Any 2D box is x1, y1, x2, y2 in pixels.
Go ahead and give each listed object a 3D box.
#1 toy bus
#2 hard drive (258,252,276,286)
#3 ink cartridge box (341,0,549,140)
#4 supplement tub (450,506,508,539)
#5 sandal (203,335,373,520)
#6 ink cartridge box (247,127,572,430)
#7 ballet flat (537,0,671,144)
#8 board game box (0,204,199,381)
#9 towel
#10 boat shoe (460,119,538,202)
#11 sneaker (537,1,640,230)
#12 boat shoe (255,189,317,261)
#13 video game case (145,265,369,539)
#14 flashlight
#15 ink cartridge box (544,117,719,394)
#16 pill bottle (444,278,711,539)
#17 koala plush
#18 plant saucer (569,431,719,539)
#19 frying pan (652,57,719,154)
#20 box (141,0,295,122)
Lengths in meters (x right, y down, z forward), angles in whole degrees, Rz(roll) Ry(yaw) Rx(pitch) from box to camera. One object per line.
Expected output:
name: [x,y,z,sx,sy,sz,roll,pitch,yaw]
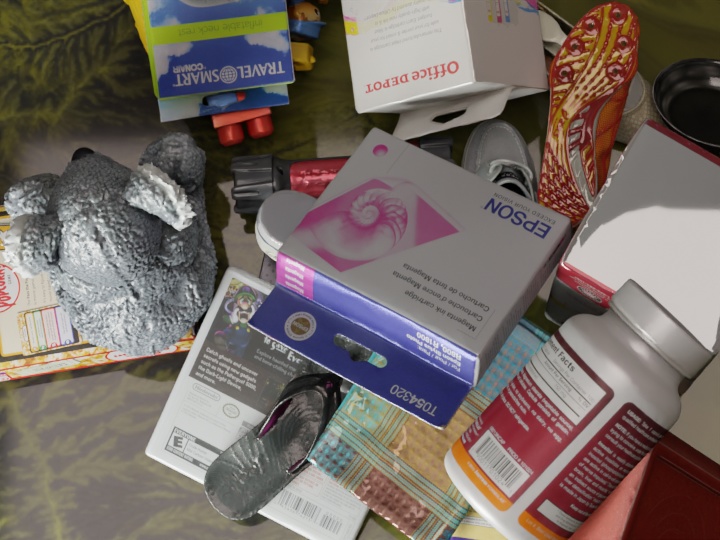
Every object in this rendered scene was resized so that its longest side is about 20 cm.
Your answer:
toy bus: [-0.099,-0.216,1.582,0.199,0.136,0.193,-19,91,-3]
hard drive: [0.007,0.030,1.559,0.198,0.042,0.136,11,79,6]
ink cartridge box: [0.071,-0.219,1.535,0.128,0.125,0.202,-10,87,37]
supplement tub: [0.146,0.165,1.470,0.144,0.145,0.202,10,79,5]
sandal: [-0.053,0.135,1.492,0.075,0.048,0.201,42,99,4]
ink cartridge box: [0.038,0.000,1.423,0.195,0.043,0.200,26,65,23]
ballet flat: [0.193,-0.181,1.583,0.199,0.062,0.068,35,81,9]
board game box: [-0.251,0.008,1.577,0.198,0.046,0.153,-9,78,1]
towel: [0.061,0.108,1.430,0.146,0.022,0.201,34,91,28]
boat shoe: [0.128,-0.057,1.532,0.069,0.072,0.202,5,57,-9]
sneaker: [0.193,-0.135,1.537,0.072,0.077,0.201,18,96,12]
boat shoe: [0.000,0.000,1.511,0.199,0.070,0.071,24,68,-3]
video game case: [-0.062,0.121,1.529,0.199,0.023,0.183,26,97,7]
flashlight: [-0.015,-0.080,1.569,0.198,0.068,0.068,-4,59,-1]
ink cartridge box: [0.252,-0.006,1.474,0.145,0.200,0.145,30,79,8]
pill bottle: [0.166,0.108,1.330,0.113,0.113,0.200,44,98,11]
koala plush: [-0.201,-0.030,1.456,0.176,0.200,0.185,-17,79,-3]
plant saucer: [0.238,0.232,1.433,0.037,0.199,0.201,12,76,44]
frying pan: [0.331,-0.118,1.545,0.114,0.031,0.190,-20,55,-24]
box: [-0.124,-0.229,1.494,0.121,0.048,0.202,-8,104,-8]
